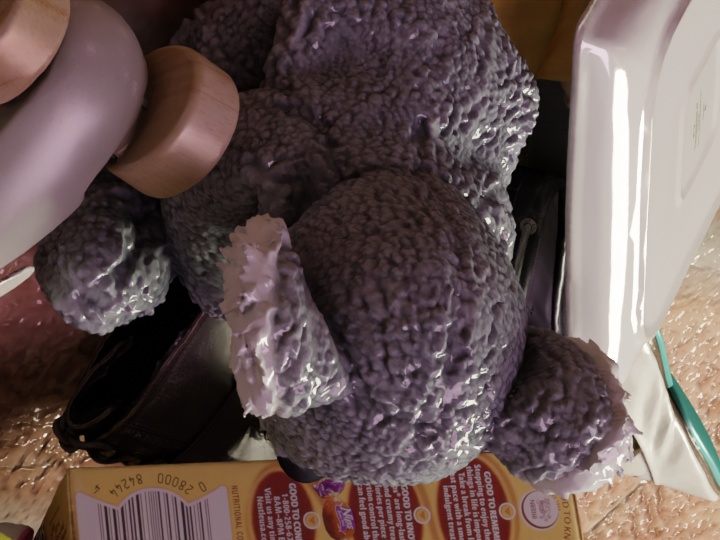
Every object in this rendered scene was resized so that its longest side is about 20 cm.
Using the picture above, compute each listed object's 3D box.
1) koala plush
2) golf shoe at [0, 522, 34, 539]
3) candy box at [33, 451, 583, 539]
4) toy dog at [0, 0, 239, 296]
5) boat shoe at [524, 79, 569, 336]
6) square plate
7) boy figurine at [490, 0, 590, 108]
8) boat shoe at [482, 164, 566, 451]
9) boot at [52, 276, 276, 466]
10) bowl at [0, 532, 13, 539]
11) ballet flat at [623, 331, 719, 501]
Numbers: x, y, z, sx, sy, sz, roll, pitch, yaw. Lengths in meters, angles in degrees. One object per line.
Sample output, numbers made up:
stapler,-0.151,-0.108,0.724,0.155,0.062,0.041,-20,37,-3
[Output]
koala plush,0.000,0.000,0.807,0.177,0.200,0.184,22,113,-23
golf shoe,-0.200,0.150,0.939,0.091,0.075,0.200,25,132,-13
candy box,-0.024,0.115,0.924,0.200,0.057,0.117,-3,159,-16
toy dog,-0.140,-0.032,0.777,0.200,0.096,0.132,-30,127,1
boat shoe,0.107,-0.038,1.042,0.062,0.072,0.200,-39,150,-37
square plate,0.128,-0.067,0.961,0.198,0.028,0.200,-56,153,-44
boy figurine,0.052,-0.090,0.924,0.124,0.064,0.200,11,120,-31
boat shoe,0.064,0.049,1.030,0.072,0.068,0.200,-29,124,-61
boot,-0.070,0.081,0.998,0.174,0.069,0.200,23,100,-53
bowl,-0.195,0.174,0.830,0.200,0.108,0.200,3,136,3
ballet flat,0.137,0.067,1.208,0.069,0.069,0.200,-40,143,-6
